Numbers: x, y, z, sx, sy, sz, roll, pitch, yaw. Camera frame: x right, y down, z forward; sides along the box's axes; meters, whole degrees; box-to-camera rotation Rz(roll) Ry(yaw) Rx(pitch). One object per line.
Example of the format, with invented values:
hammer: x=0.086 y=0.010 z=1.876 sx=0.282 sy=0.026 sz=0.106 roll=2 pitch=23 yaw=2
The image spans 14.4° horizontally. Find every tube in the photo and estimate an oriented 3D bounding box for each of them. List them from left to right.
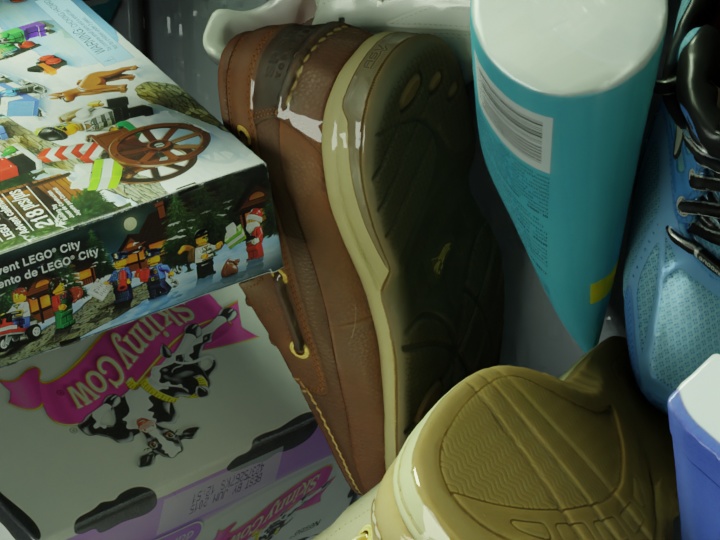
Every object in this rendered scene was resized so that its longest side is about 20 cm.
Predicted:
tube: x=0.055 y=-0.035 z=0.813 sx=0.200 sy=0.050 sz=0.078 roll=86 pitch=168 yaw=-72

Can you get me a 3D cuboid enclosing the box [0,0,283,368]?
box: x=-0.127 y=-0.033 z=0.879 sx=0.200 sy=0.136 sz=0.038 roll=41 pitch=145 yaw=54

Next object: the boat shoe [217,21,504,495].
boat shoe: x=0.000 y=0.000 z=0.893 sx=0.067 sy=0.072 sz=0.200 roll=17 pitch=141 yaw=25

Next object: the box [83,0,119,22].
box: x=-0.157 y=-0.174 z=1.029 sx=0.200 sy=0.049 sz=0.082 roll=47 pitch=131 yaw=22

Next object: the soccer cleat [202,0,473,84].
soccer cleat: x=0.028 y=-0.094 z=0.853 sx=0.200 sy=0.077 sz=0.069 roll=-37 pitch=37 yaw=46

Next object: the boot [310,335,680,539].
boot: x=0.013 y=0.092 z=0.827 sx=0.155 sy=0.200 sz=0.073 roll=-38 pitch=85 yaw=20

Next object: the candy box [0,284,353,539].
candy box: x=-0.118 y=0.029 z=0.979 sx=0.200 sy=0.168 sz=0.072 roll=41 pitch=129 yaw=25

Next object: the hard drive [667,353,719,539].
hard drive: x=0.142 y=0.113 z=0.783 sx=0.132 sy=0.025 sz=0.200 roll=42 pitch=165 yaw=25

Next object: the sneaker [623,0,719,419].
sneaker: x=0.104 y=-0.042 z=0.793 sx=0.078 sy=0.090 sz=0.201 roll=25 pitch=122 yaw=24
